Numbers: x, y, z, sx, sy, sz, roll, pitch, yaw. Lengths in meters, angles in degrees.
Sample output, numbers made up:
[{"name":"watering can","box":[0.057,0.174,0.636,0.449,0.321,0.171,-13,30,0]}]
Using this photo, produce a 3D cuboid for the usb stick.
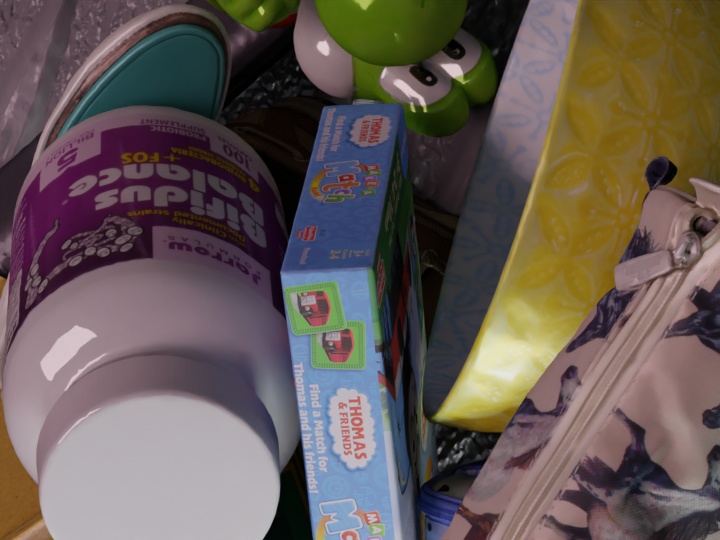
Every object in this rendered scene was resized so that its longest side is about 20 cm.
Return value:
[{"name":"usb stick","box":[-0.097,-0.071,1.068,0.200,0.033,0.055,-40,51,11]}]

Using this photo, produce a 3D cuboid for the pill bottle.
[{"name":"pill bottle","box":[-0.077,0.027,0.898,0.200,0.112,0.112,-102,29,-60]}]

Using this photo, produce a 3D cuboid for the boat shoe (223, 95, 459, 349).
[{"name":"boat shoe","box":[0.000,0.000,1.012,0.200,0.074,0.076,41,123,33]}]

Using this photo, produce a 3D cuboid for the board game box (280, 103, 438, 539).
[{"name":"board game box","box":[0.004,0.058,0.898,0.037,0.151,0.200,-2,115,6]}]

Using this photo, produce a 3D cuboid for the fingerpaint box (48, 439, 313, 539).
[{"name":"fingerpaint box","box":[-0.100,0.164,0.953,0.073,0.167,0.200,40,117,-18]}]

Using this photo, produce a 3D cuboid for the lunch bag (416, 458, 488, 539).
[{"name":"lunch bag","box":[0.125,0.104,0.843,0.200,0.160,0.076,7,101,45]}]

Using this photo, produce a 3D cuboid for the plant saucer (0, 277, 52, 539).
[{"name":"plant saucer","box":[-0.132,0.052,1.091,0.200,0.048,0.200,-35,56,19]}]

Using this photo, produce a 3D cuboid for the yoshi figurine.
[{"name":"yoshi figurine","box":[-0.025,-0.136,0.964,0.200,0.112,0.112,38,106,16]}]

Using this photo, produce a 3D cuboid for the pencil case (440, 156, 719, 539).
[{"name":"pencil case","box":[0.074,0.066,0.744,0.078,0.089,0.200,30,87,46]}]

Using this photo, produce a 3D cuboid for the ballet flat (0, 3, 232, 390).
[{"name":"ballet flat","box":[-0.114,-0.035,1.013,0.069,0.069,0.200,41,121,32]}]

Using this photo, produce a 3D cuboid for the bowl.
[{"name":"bowl","box":[0.101,-0.025,0.868,0.108,0.200,0.200,17,115,-4]}]
